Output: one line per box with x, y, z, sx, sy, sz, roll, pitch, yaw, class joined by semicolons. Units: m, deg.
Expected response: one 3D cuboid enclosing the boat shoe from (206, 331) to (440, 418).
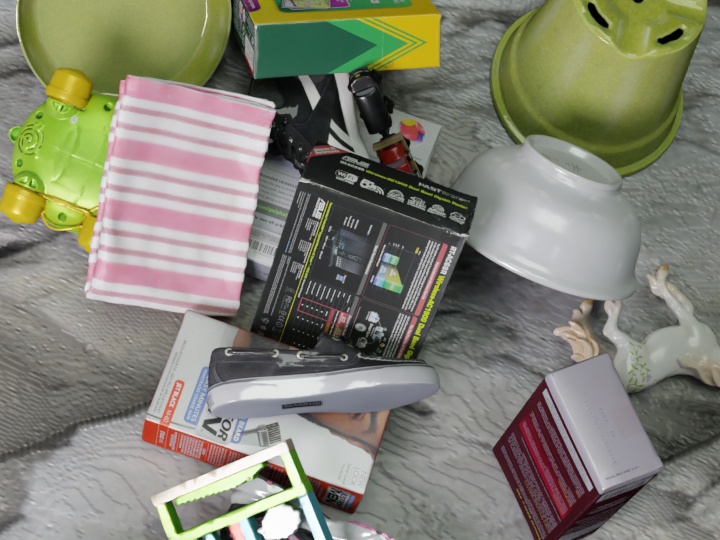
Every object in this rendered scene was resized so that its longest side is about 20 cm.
-0.033;0.084;1.471;0.199;0.070;0.066;-5;67;-5;boat shoe

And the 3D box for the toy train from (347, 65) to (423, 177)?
0.038;-0.091;1.561;0.034;0.046;0.200;-22;109;9;toy train

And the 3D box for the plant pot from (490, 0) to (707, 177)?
0.239;-0.216;1.646;0.200;0.184;0.201;3;67;-8;plant pot

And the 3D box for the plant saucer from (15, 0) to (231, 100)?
-0.221;-0.240;1.609;0.199;0.031;0.201;-5;112;-13;plant saucer

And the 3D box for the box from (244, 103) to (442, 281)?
-0.025;-0.071;1.618;0.155;0.041;0.201;19;66;-2;box

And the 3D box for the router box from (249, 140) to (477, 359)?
0.000;0.000;1.499;0.149;0.200;0.062;20;40;-1;router box

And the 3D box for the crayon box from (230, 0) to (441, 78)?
-0.031;-0.243;1.622;0.172;0.058;0.200;-4;28;-12;crayon box

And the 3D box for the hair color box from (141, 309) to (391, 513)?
-0.079;0.124;1.512;0.199;0.064;0.111;19;64;-2;hair color box

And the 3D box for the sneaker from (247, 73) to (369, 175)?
-0.053;-0.102;1.571;0.111;0.073;0.201;-7;60;-9;sneaker

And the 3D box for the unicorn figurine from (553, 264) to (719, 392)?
0.290;0.065;1.603;0.200;0.074;0.138;-24;73;-1;unicorn figurine

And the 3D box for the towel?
-0.156;-0.062;1.508;0.146;0.030;0.201;8;96;-28;towel

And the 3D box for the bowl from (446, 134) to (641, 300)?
0.176;-0.061;1.559;0.201;0.091;0.201;21;20;-8;bowl

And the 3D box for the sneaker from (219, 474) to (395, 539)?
-0.031;0.251;1.469;0.200;0.080;0.087;24;77;10;sneaker

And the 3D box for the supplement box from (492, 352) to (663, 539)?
0.180;0.159;1.464;0.061;0.200;0.109;-18;71;-18;supplement box

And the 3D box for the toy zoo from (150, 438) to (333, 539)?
-0.078;0.255;1.427;0.131;0.020;0.201;-23;86;14;toy zoo

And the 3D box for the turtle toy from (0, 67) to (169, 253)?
-0.224;-0.086;1.556;0.199;0.101;0.146;23;88;-2;turtle toy
